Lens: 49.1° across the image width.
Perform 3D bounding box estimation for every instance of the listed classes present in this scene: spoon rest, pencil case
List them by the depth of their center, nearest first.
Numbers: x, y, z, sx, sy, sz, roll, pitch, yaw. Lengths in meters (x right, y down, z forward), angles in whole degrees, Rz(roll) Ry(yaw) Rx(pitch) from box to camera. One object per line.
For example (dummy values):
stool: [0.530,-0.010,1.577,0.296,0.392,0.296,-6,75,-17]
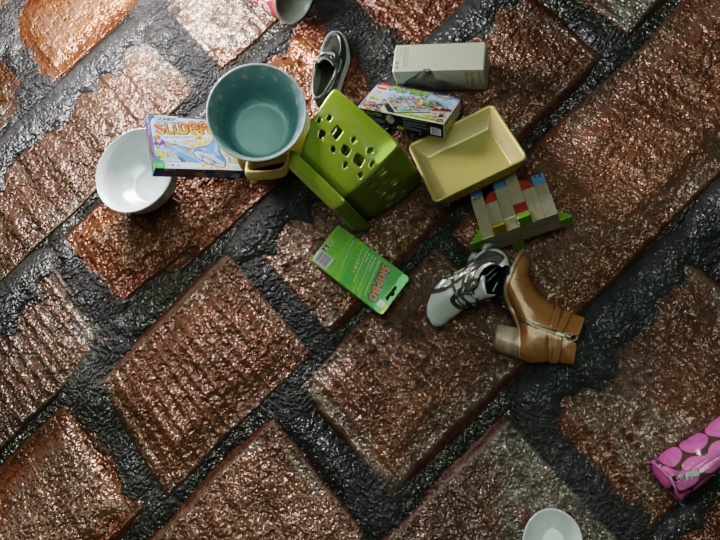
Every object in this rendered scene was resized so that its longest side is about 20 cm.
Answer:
pencil case: [0.584,0.301,1.307,0.198,0.094,0.091,-35,66,0]
spoon rest: [0.301,0.500,1.332,0.098,0.061,0.202,29,82,22]

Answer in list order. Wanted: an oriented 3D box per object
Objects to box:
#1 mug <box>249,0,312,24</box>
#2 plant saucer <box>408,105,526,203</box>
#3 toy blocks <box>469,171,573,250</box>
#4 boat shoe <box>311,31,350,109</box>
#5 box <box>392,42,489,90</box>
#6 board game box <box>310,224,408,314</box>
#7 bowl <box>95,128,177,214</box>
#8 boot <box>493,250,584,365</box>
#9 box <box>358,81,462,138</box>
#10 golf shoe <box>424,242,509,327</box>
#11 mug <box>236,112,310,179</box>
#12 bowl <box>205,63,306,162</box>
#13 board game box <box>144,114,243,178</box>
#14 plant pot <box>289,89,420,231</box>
mug: [-0.210,-0.683,1.865,0.198,0.176,0.135,32,118,26]
plant saucer: [0.215,-0.224,1.585,0.197,0.049,0.202,-25,44,6]
toy blocks: [0.298,-0.127,1.542,0.196,0.100,0.139,-19,56,12]
boat shoe: [-0.067,-0.454,1.755,0.071,0.071,0.204,0,71,15]
box: [0.172,-0.433,1.680,0.196,0.082,0.070,3,71,17]
board game box: [0.000,0.000,1.604,0.199,0.030,0.096,36,84,26]
bowl: [-0.487,-0.208,1.772,0.197,0.090,0.205,-4,71,13]
boot: [0.339,0.071,1.460,0.152,0.077,0.204,9,76,19]
box: [0.105,-0.340,1.658,0.197,0.035,0.111,16,48,23]
golf shoe: [0.200,0.037,1.485,0.201,0.077,0.095,-49,25,8]
mug: [-0.185,-0.278,1.699,0.150,0.149,0.191,-2,84,5]
bowl: [-0.203,-0.298,1.580,0.196,0.105,0.205,0,78,-1]
board game box: [-0.365,-0.270,1.728,0.196,0.034,0.138,-3,65,-29]
plant pot: [-0.020,-0.208,1.595,0.182,0.199,0.200,-46,67,2]
